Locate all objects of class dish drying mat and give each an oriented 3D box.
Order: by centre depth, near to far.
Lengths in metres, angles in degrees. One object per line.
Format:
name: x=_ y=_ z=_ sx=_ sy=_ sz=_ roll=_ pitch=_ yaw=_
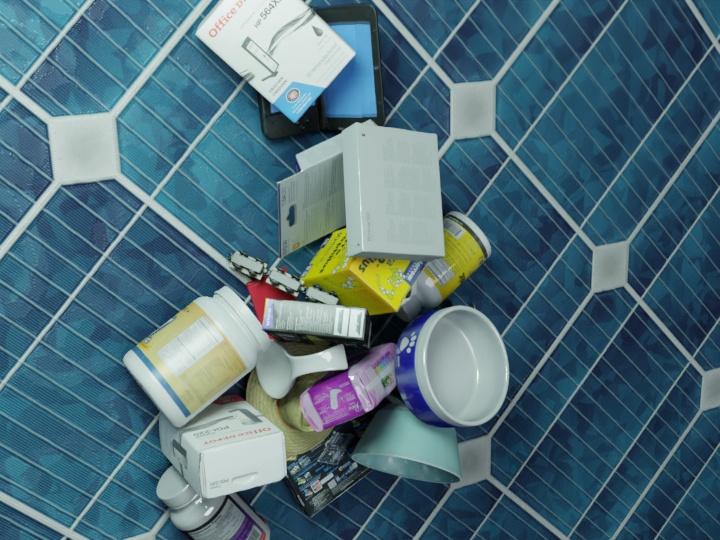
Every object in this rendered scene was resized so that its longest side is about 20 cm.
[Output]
dish drying mat: x=-0.133 y=0.097 z=1.676 sx=0.077 sy=0.018 sz=0.201 roll=-25 pitch=115 yaw=-21

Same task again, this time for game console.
game console: x=-0.067 y=-0.313 z=1.538 sx=0.170 sy=0.118 sz=0.201 roll=-17 pitch=111 yaw=-32

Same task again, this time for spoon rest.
spoon rest: x=-0.109 y=0.152 z=1.562 sx=0.061 sy=0.200 sz=0.100 roll=-9 pitch=85 yaw=-45

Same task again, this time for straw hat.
straw hat: x=-0.094 y=0.226 z=1.654 sx=0.200 sy=0.085 sz=0.202 roll=-3 pitch=96 yaw=-23

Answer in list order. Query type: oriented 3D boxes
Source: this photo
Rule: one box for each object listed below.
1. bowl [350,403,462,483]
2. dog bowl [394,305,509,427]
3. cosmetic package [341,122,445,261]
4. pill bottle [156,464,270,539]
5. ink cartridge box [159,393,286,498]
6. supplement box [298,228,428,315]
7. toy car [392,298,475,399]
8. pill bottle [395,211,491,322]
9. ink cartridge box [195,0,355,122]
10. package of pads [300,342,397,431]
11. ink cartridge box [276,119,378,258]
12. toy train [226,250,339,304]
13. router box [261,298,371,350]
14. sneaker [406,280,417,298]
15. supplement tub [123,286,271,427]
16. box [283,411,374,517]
bowl: x=0.091 y=0.301 z=1.723 sx=0.200 sy=0.201 sz=0.105 roll=26 pitch=67 yaw=-32
dog bowl: x=0.154 y=0.163 z=1.635 sx=0.200 sy=0.079 sz=0.201 roll=10 pitch=73 yaw=-38
cosmetic package: x=0.050 y=-0.118 z=1.499 sx=0.150 sy=0.052 sz=0.201 roll=4 pitch=78 yaw=-33
pill bottle: x=-0.250 y=0.410 z=1.640 sx=0.111 sy=0.111 sz=0.200 roll=-43 pitch=120 yaw=-13
ink cartridge box: x=-0.224 y=0.278 z=1.565 sx=0.145 sy=0.200 sz=0.085 roll=-9 pitch=108 yaw=-28
supplement box: x=0.000 y=0.000 z=1.597 sx=0.109 sy=0.200 sz=0.109 roll=41 pitch=67 yaw=-19
toy car: x=0.165 y=0.153 z=1.787 sx=0.157 sy=0.164 sz=0.201 roll=10 pitch=89 yaw=-32
pill bottle: x=0.130 y=-0.004 z=1.744 sx=0.200 sy=0.111 sz=0.111 roll=-42 pitch=120 yaw=-13
ink cartridge box: x=-0.129 y=-0.346 z=1.469 sx=0.200 sy=0.084 sz=0.146 roll=40 pitch=100 yaw=-16
package of pads: x=-0.009 y=0.187 z=1.601 sx=0.120 sy=0.200 sz=0.076 roll=-26 pitch=92 yaw=22
ink cartridge box: x=-0.059 y=-0.131 z=1.584 sx=0.200 sy=0.043 sz=0.197 roll=-27 pitch=150 yaw=-22
toy train: x=-0.127 y=0.016 z=1.593 sx=0.200 sy=0.046 sz=0.034 roll=24 pitch=80 yaw=5
router box: x=-0.064 y=0.088 z=1.554 sx=0.157 sy=0.200 sz=0.052 roll=5 pitch=81 yaw=3
sneaker: x=0.076 y=-0.050 z=1.681 sx=0.072 sy=0.072 sz=0.201 roll=0 pitch=70 yaw=-25
supplement tub: x=-0.256 y=0.133 z=1.540 sx=0.200 sy=0.145 sz=0.145 roll=-39 pitch=119 yaw=-16
box: x=-0.054 y=0.326 z=1.768 sx=0.200 sy=0.046 sz=0.159 roll=-35 pitch=117 yaw=-18
